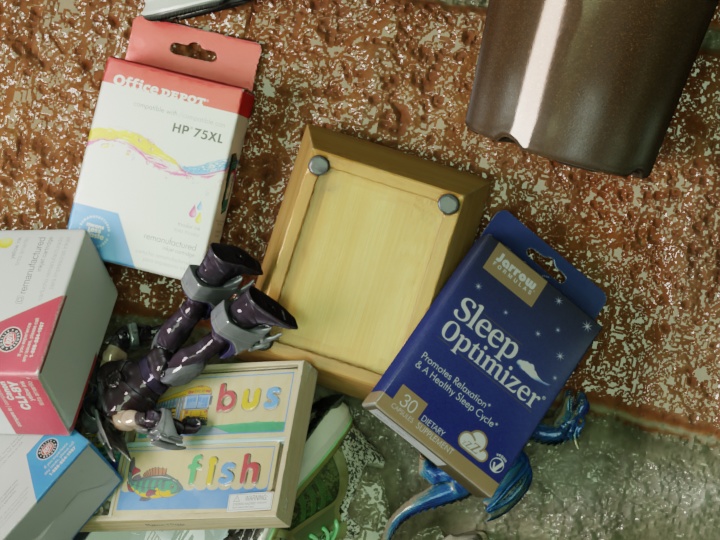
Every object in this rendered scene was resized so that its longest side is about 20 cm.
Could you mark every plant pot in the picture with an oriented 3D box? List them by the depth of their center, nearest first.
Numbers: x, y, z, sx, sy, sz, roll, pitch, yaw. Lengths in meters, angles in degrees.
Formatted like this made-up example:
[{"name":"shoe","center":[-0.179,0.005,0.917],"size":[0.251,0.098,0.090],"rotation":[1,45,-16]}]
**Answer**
[{"name":"plant pot","center":[0.176,-0.185,1.579],"size":[0.200,0.200,0.199],"rotation":[17,101,4]}]

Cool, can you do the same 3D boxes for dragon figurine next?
[{"name":"dragon figurine","center":[0.101,0.161,1.638],"size":[0.099,0.059,0.200],"rotation":[34,80,14]}]

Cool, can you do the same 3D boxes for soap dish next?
[{"name":"soap dish","center":[0.000,0.000,1.642],"size":[0.157,0.081,0.200],"rotation":[18,94,4]}]

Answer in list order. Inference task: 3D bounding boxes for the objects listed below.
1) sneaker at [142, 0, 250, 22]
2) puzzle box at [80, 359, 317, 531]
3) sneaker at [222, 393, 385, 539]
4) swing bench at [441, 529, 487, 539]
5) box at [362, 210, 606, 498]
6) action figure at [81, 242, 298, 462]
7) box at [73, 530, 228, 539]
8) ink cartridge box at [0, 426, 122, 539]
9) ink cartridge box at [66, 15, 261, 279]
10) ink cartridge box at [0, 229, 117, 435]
[{"name":"sneaker","center":[-0.088,-0.273,1.645],"size":[0.200,0.076,0.116],"rotation":[-11,92,7]},{"name":"puzzle box","center":[-0.134,0.138,1.619],"size":[0.200,0.025,0.133],"rotation":[-5,60,27]},{"name":"sneaker","center":[-0.040,0.196,1.628],"size":[0.089,0.077,0.200],"rotation":[38,63,-13]},{"name":"swing bench","center":[0.072,0.320,1.585],"size":[0.130,0.199,0.200],"rotation":[-23,89,5]},{"name":"box","center":[0.105,0.061,1.601],"size":[0.121,0.032,0.200],"rotation":[39,71,-12]},{"name":"action figure","center":[-0.148,0.072,1.607],"size":[0.200,0.069,0.130],"rotation":[-40,54,20]},{"name":"box","center":[-0.135,0.249,1.677],"size":[0.200,0.044,0.160],"rotation":[45,95,2]},{"name":"ink cartridge box","center":[-0.299,0.148,1.637],"size":[0.200,0.068,0.116],"rotation":[31,73,36]},{"name":"ink cartridge box","center":[-0.157,-0.099,1.659],"size":[0.116,0.067,0.200],"rotation":[13,92,4]},{"name":"ink cartridge box","center":[-0.310,0.047,1.614],"size":[0.200,0.083,0.145],"rotation":[-1,52,17]}]
